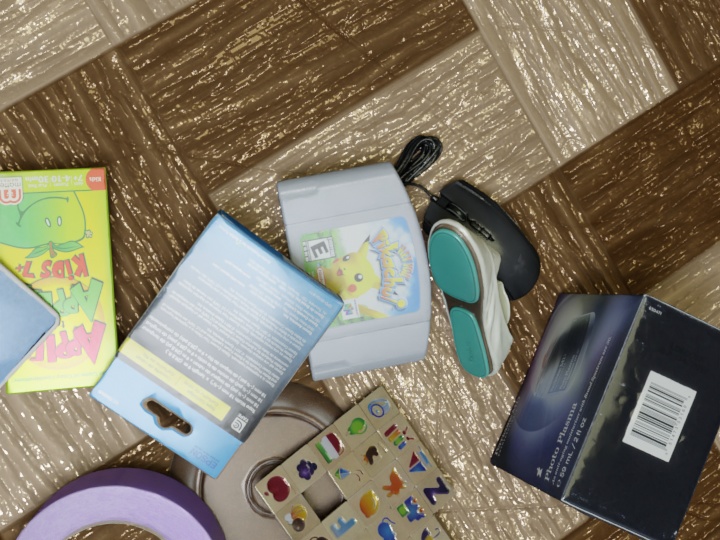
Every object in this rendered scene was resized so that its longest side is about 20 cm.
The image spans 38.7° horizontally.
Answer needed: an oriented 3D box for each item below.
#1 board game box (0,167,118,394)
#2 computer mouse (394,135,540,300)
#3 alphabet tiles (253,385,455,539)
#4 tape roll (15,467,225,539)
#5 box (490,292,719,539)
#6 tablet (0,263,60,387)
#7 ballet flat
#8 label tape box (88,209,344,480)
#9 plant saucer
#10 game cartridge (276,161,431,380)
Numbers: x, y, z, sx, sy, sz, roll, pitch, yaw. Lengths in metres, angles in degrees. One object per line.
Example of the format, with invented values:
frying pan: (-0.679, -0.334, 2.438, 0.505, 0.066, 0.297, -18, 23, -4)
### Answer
board game box: (-0.280, 0.008, 0.950, 0.101, 0.048, 0.201, -4, 90, -13)
computer mouse: (0.089, -0.028, 1.035, 0.140, 0.046, 0.200, -44, 99, -10)
alphabet tiles: (0.017, 0.240, 0.993, 0.167, 0.008, 0.200, -35, 91, -27)
tape roll: (-0.220, 0.287, 0.937, 0.199, 0.066, 0.201, 0, 93, -5)
box: (0.240, 0.134, 0.990, 0.123, 0.198, 0.201, 25, 84, -9)
tablet: (-0.375, 0.025, 0.881, 0.200, 0.014, 0.130, 45, 78, -18)
ballet flat: (0.113, 0.017, 1.002, 0.069, 0.069, 0.201, -26, 128, -12)
label tape box: (-0.131, 0.066, 0.945, 0.144, 0.063, 0.200, 36, 92, -10)
plant saucer: (-0.086, 0.210, 1.002, 0.199, 0.032, 0.201, 0, 90, -14)
game cartridge: (0.000, 0.000, 0.999, 0.133, 0.040, 0.201, -12, 100, -6)
